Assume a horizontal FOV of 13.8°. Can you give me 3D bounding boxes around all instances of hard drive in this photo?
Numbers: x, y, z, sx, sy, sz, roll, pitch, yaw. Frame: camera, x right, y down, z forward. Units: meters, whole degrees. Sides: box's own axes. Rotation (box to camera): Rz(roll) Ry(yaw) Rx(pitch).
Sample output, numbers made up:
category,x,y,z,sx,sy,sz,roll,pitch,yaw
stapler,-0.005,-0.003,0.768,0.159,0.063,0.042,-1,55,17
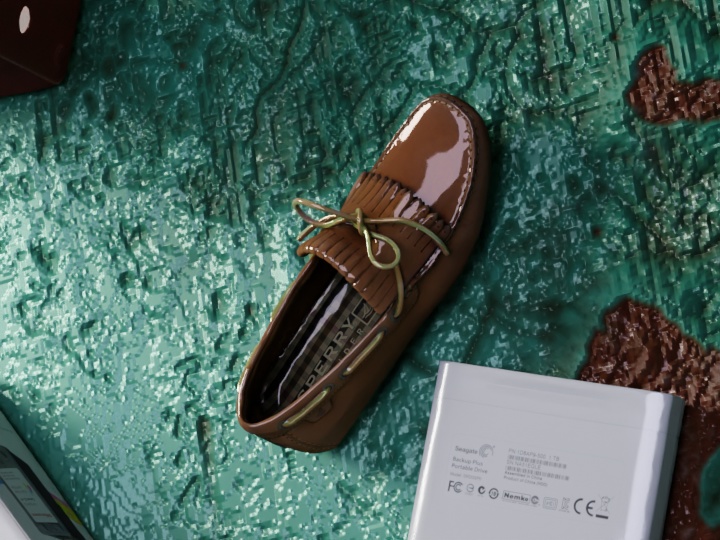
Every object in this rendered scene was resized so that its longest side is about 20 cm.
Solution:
category,x,y,z,sx,sy,sz,roll,pitch,yaw
hard drive,0.083,0.153,1.476,0.131,0.027,0.201,7,84,30

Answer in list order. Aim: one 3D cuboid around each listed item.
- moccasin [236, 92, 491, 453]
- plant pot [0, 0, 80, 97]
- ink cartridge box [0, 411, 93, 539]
category,x,y,z,sx,sy,sz,roll,pitch,yaw
moccasin,-0.001,-0.001,1.522,0.074,0.078,0.202,42,101,28
plant pot,-0.254,-0.190,1.644,0.175,0.200,0.201,10,85,19
ink cartridge box,-0.228,0.166,1.613,0.148,0.086,0.200,-46,64,13
